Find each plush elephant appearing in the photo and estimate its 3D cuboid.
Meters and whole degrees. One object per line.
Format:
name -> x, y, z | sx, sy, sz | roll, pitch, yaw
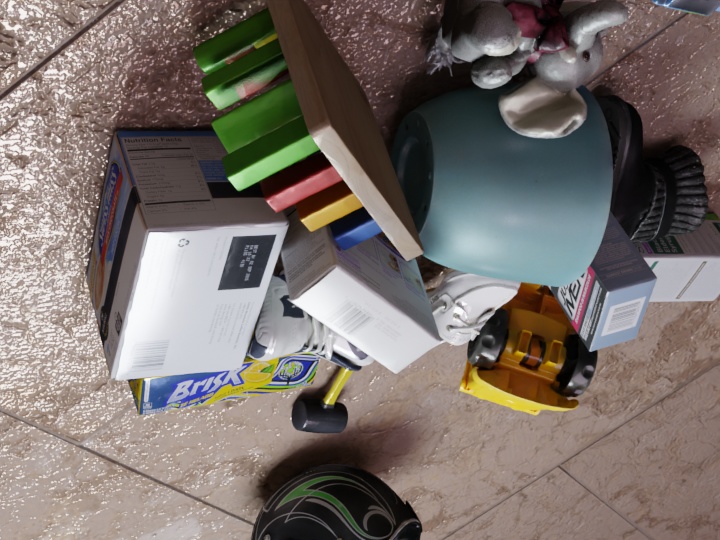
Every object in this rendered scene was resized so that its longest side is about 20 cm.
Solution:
plush elephant -> 0.154, -0.210, 1.071 | 0.155, 0.165, 0.200 | 13, 158, -10

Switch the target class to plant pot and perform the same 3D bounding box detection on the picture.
plant pot -> 0.120, -0.086, 1.182 | 0.161, 0.201, 0.201 | 1, 136, -18

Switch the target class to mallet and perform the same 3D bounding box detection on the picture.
mallet -> -0.026, 0.120, 1.469 | 0.066, 0.041, 0.200 | 1, 131, -28

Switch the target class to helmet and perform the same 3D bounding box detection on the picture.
helmet -> -0.040, 0.347, 1.601 | 0.200, 0.191, 0.200 | -44, 148, -38

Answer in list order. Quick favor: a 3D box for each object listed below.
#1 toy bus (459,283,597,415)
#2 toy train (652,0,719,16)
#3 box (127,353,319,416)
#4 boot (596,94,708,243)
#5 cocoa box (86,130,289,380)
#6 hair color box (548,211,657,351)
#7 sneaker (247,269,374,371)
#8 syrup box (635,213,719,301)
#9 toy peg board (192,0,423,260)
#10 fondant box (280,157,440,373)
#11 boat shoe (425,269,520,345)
toy bus -> 0.191, 0.069, 1.442 | 0.136, 0.200, 0.192 | 18, 163, -5
toy train -> 0.322, -0.282, 1.121 | 0.200, 0.114, 0.087 | 3, 135, -33
box -> -0.149, 0.096, 1.335 | 0.200, 0.070, 0.064 | -8, 137, -22
boot -> 0.309, -0.112, 1.345 | 0.158, 0.079, 0.211 | -17, 136, -19
cocoa box -> -0.166, -0.015, 1.140 | 0.133, 0.131, 0.200 | -4, 138, -26
hair color box -> 0.227, -0.026, 1.300 | 0.061, 0.200, 0.099 | -14, 142, -16
sneaker -> -0.035, 0.057, 1.234 | 0.129, 0.199, 0.080 | 15, 94, 2
syrup box -> 0.356, -0.017, 1.487 | 0.200, 0.079, 0.081 | 1, 136, -31
toy peg board -> -0.050, -0.116, 1.038 | 0.098, 0.200, 0.199 | -25, 144, 11
fondant box -> -0.010, -0.018, 1.148 | 0.058, 0.200, 0.144 | -38, 128, 21
boat shoe -> 0.108, 0.047, 1.328 | 0.071, 0.069, 0.200 | 13, 157, -23
